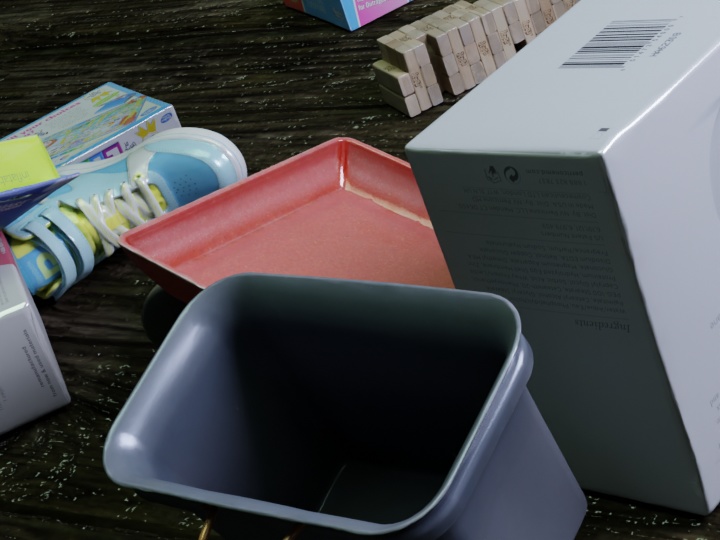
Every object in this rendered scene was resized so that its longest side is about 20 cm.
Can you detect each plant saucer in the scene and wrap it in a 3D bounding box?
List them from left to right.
[{"bbox_3d":[0.000,0.000,0.963,0.199,0.037,0.200,26,35,31],"label":"plant saucer"}]

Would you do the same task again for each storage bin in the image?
[{"bbox_3d":[0.001,0.102,0.790,0.200,0.134,0.146,3,53,40],"label":"storage bin"}]

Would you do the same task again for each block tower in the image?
[{"bbox_3d":[0.109,-0.192,1.360,0.200,0.054,0.058,-28,28,-13],"label":"block tower"}]

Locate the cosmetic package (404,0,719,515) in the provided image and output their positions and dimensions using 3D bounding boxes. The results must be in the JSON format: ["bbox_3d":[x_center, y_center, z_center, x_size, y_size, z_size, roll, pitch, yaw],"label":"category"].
[{"bbox_3d":[0.151,-0.023,0.853,0.123,0.200,0.199,5,36,45],"label":"cosmetic package"}]

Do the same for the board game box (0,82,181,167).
[{"bbox_3d":[-0.265,-0.093,1.456,0.200,0.034,0.134,-32,29,-21],"label":"board game box"}]

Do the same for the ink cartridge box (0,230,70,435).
[{"bbox_3d":[-0.307,0.069,1.129,0.200,0.085,0.146,-23,26,-9],"label":"ink cartridge box"}]

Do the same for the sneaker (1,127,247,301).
[{"bbox_3d":[-0.183,-0.033,1.244,0.200,0.080,0.131,-16,24,31],"label":"sneaker"}]

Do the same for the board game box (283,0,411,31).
[{"bbox_3d":[0.036,-0.299,1.623,0.200,0.040,0.153,-29,28,-17],"label":"board game box"}]

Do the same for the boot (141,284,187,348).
[{"bbox_3d":[-0.056,-0.015,1.136,0.199,0.069,0.174,-10,20,5],"label":"boot"}]

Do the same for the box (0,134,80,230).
[{"bbox_3d":[-0.299,-0.033,1.175,0.200,0.048,0.122,-29,-5,39],"label":"box"}]
